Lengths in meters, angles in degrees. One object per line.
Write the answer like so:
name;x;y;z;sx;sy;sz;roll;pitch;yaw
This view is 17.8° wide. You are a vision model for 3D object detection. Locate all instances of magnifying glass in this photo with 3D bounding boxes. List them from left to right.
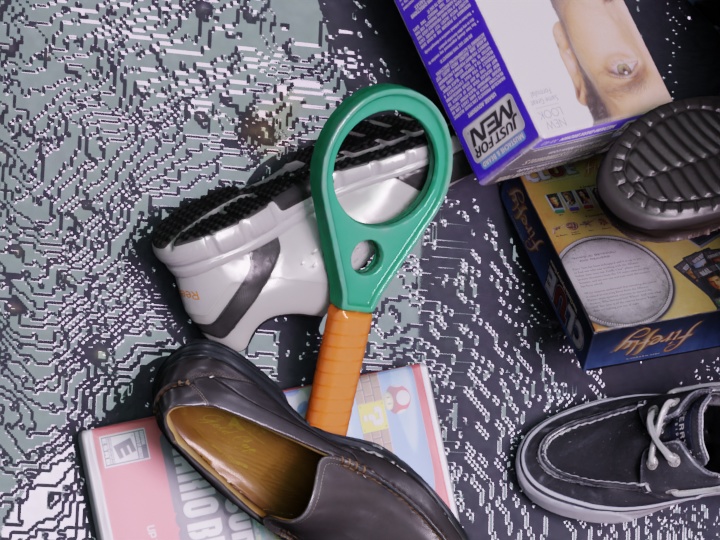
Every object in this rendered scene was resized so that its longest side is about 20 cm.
magnifying glass;0.000;0.000;1.225;0.079;0.022;0.202;7;103;-30

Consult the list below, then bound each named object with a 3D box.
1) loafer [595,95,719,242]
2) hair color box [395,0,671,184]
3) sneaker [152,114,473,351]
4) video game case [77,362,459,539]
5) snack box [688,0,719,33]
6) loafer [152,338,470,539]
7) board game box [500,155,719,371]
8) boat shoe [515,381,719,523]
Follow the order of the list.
loafer;0.202;-0.054;1.255;0.199;0.071;0.073;-21;65;-35
hair color box;0.079;-0.156;1.263;0.109;0.065;0.201;-15;77;-40
sneaker;-0.017;-0.024;1.262;0.199;0.074;0.081;-25;112;-18
video game case;-0.044;0.139;1.249;0.198;0.017;0.144;-10;85;-18
snack box;0.305;-0.134;1.378;0.200;0.037;0.116;45;73;-6
loafer;-0.028;0.118;1.199;0.199;0.072;0.073;33;106;-5
board game box;0.195;-0.020;1.296;0.198;0.035;0.136;-9;50;-17
boat shoe;0.181;0.095;1.257;0.198;0.068;0.072;-1;67;13
